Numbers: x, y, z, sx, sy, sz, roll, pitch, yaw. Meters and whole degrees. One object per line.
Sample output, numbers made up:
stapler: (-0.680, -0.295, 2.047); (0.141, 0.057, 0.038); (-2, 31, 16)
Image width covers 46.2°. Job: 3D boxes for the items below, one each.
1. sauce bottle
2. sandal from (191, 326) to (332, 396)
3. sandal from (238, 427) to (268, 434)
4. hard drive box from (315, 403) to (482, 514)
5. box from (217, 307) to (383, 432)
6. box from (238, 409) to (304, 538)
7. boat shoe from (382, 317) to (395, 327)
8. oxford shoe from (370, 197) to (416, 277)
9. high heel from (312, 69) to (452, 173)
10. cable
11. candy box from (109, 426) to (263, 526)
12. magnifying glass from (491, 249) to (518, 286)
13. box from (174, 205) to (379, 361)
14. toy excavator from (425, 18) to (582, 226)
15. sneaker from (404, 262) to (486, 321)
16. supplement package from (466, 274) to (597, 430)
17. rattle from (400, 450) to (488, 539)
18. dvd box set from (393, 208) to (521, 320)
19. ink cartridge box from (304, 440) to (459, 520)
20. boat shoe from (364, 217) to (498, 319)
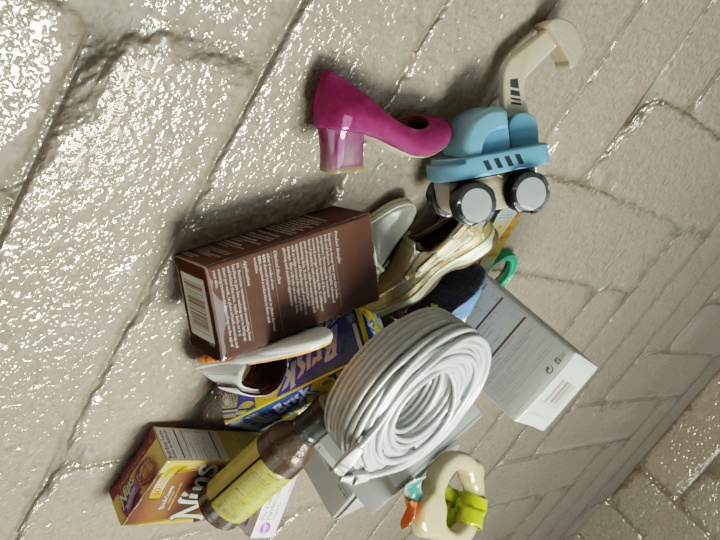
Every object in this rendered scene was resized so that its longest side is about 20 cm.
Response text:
sauce bottle: (-0.100, 0.217, 0.960); (0.200, 0.065, 0.065); (-42, 150, 18)
sandal: (-0.104, 0.104, 0.886); (0.079, 0.059, 0.206); (-18, -177, -43)
sandal: (-0.107, 0.165, 1.083); (0.076, 0.043, 0.200); (11, 128, -45)
hard drive box: (0.042, 0.197, 1.126); (0.200, 0.156, 0.077); (-28, 161, -44)
box: (-0.066, 0.112, 0.961); (0.200, 0.070, 0.064); (-27, 152, 21)
box: (-0.094, 0.225, 1.023); (0.041, 0.039, 0.200); (18, 96, -43)
boat shoe: (0.011, 0.098, 1.078); (0.200, 0.069, 0.057); (-2, 121, -64)
oxford shoe: (0.000, 0.000, 0.992); (0.200, 0.058, 0.075); (-47, 146, 2)
high heel: (0.028, -0.161, 0.851); (0.200, 0.067, 0.096); (-18, 117, -40)
cable: (0.054, 0.134, 0.919); (0.200, 0.069, 0.200); (14, 110, -54)
candy box: (-0.190, 0.255, 1.040); (0.200, 0.057, 0.117); (14, 120, -44)
magnifying glass: (0.166, 0.052, 1.272); (0.200, 0.022, 0.080); (-51, 148, 12)
box: (-0.081, 0.007, 0.864); (0.200, 0.075, 0.100); (-19, 112, -32)
toy excavator: (0.161, -0.166, 0.939); (0.194, 0.100, 0.201); (-13, 104, -12)
sneaker: (0.094, 0.071, 1.066); (0.200, 0.074, 0.082); (-54, 149, -23)
supplement package: (0.190, 0.099, 1.120); (0.117, 0.200, 0.117); (-51, 147, 8)
rattle: (0.067, 0.290, 1.087); (0.200, 0.143, 0.131); (1, 104, -49)
dvd box set: (0.135, -0.019, 1.146); (0.146, 0.029, 0.200); (-6, 131, -45)
ink cartridge box: (0.017, 0.240, 1.194); (0.200, 0.148, 0.086); (-14, 148, -38)
boat shoe: (0.068, -0.018, 1.038); (0.200, 0.072, 0.076); (-35, 127, 4)
